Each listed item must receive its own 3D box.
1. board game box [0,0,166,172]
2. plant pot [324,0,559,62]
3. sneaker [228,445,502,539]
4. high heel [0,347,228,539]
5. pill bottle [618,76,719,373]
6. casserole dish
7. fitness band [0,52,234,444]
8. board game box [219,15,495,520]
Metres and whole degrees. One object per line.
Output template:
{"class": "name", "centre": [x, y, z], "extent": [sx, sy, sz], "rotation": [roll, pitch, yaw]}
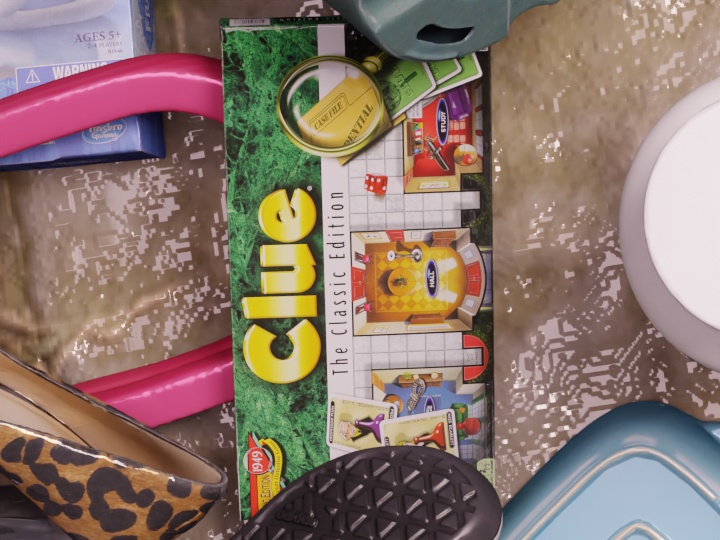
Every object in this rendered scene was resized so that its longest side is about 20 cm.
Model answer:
{"class": "board game box", "centre": [-0.188, -0.138, 1.110], "extent": [0.200, 0.043, 0.200], "rotation": [-5, 87, 10]}
{"class": "plant pot", "centre": [0.003, -0.193, 0.972], "extent": [0.200, 0.200, 0.196], "rotation": [-45, 65, 6]}
{"class": "sneaker", "centre": [-0.021, 0.140, 1.054], "extent": [0.200, 0.083, 0.072], "rotation": [-32, 46, 17]}
{"class": "high heel", "centre": [-0.137, 0.029, 1.022], "extent": [0.142, 0.071, 0.200], "rotation": [-7, 123, 14]}
{"class": "pill bottle", "centre": [0.151, -0.014, 0.961], "extent": [0.111, 0.200, 0.112], "rotation": [0, 88, 11]}
{"class": "casserole dish", "centre": [0.091, 0.143, 1.050], "extent": [0.121, 0.039, 0.200], "rotation": [44, 97, 9]}
{"class": "fitness band", "centre": [-0.103, -0.006, 1.067], "extent": [0.200, 0.037, 0.144], "rotation": [-18, 107, 9]}
{"class": "board game box", "centre": [0.000, 0.000, 1.039], "extent": [0.105, 0.023, 0.200], "rotation": [-2, 107, 0]}
